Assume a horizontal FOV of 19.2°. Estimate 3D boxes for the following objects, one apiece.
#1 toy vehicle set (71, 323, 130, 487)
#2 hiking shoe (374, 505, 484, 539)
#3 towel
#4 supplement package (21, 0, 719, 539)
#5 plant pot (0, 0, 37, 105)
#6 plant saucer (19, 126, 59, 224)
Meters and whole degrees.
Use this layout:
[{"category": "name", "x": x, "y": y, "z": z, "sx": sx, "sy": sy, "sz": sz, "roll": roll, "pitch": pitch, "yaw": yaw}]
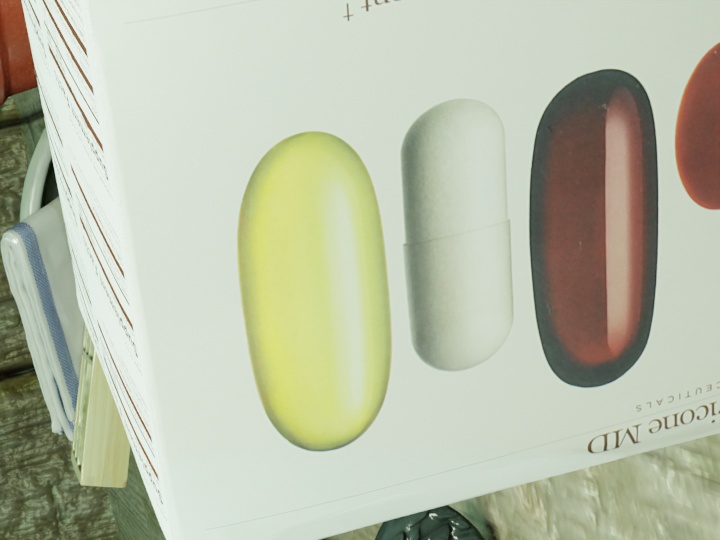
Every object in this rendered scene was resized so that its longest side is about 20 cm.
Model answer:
[{"category": "toy vehicle set", "x": -0.144, "y": 0.021, "z": 1.245, "sx": 0.124, "sy": 0.026, "sz": 0.200, "roll": -176, "pitch": 92, "yaw": -79}, {"category": "hiking shoe", "x": 0.034, "y": 0.198, "z": 1.027, "sx": 0.087, "sy": 0.074, "sz": 0.200, "roll": -140, "pitch": 38, "yaw": -68}, {"category": "towel", "x": -0.145, "y": -0.002, "z": 1.353, "sx": 0.024, "sy": 0.200, "sz": 0.147, "roll": 7, "pitch": 122, "yaw": 36}, {"category": "supplement package", "x": 0.010, "y": -0.054, "z": 0.598, "sx": 0.147, "sy": 0.191, "sz": 0.200, "roll": -120, "pitch": 20, "yaw": -53}, {"category": "plant pot", "x": -0.190, "y": -0.200, "z": 1.291, "sx": 0.201, "sy": 0.195, "sz": 0.201, "roll": 166, "pitch": 90, "yaw": -78}, {"category": "plant saucer", "x": -0.165, "y": -0.039, "z": 1.387, "sx": 0.050, "sy": 0.200, "sz": 0.200, "roll": 8, "pitch": 119, "yaw": 32}]
